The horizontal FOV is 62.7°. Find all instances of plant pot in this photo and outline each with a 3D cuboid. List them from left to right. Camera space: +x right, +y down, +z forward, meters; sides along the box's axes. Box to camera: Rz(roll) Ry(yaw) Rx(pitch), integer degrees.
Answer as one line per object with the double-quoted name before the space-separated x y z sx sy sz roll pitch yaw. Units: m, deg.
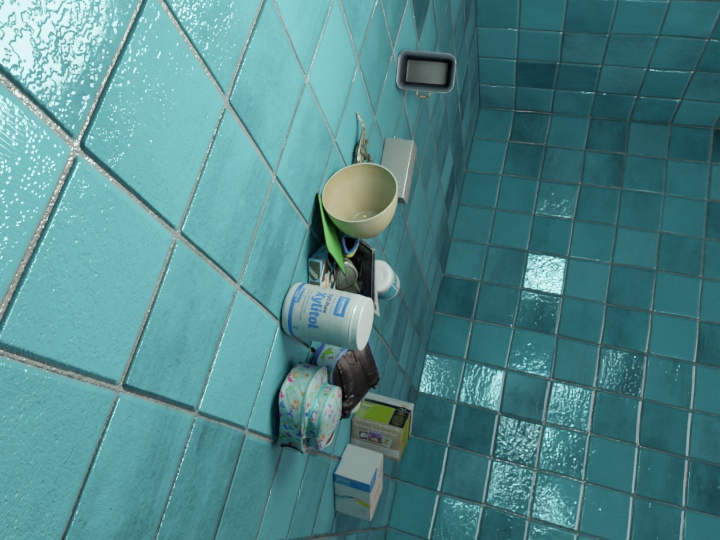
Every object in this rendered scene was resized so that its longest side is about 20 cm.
"plant pot" 0.008 -0.162 1.555 0.135 0.197 0.203 74 30 -52

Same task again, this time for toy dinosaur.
"toy dinosaur" 0.006 -0.352 1.725 0.088 0.047 0.204 -8 104 -66

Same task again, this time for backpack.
"backpack" -0.131 0.340 1.491 0.178 0.148 0.204 -52 143 -56
"backpack" -0.054 0.271 1.650 0.183 0.145 0.203 -40 135 -33

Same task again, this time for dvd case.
"dvd case" 0.000 0.000 1.761 0.016 0.148 0.203 -15 122 -28

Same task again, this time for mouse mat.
"mouse mat" -0.075 -0.092 1.545 0.200 0.007 0.164 58 19 -64

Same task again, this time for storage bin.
"storage bin" 0.230 -0.681 2.056 0.135 0.196 0.148 -60 156 -70

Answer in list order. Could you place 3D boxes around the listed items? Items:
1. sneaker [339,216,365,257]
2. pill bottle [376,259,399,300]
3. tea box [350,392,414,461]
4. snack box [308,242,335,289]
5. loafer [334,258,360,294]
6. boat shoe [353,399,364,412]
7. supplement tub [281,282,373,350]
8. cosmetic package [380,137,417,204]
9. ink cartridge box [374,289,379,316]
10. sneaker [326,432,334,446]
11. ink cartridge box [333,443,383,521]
"sneaker" -0.017 -0.133 1.660 0.105 0.074 0.204 -134 -129 -79
"pill bottle" 0.076 0.040 2.062 0.200 0.109 0.113 46 55 -70
"tea box" 0.084 0.590 2.244 0.197 0.196 0.136 -44 141 -61
"snack box" -0.102 0.041 1.589 0.116 0.036 0.204 -53 148 -60
"loafer" -0.049 0.017 1.715 0.201 0.074 0.070 82 -18 -62
"boat shoe" -0.005 0.391 2.062 0.060 0.071 0.206 -7 112 -74
"supplement tub" -0.079 0.110 1.424 0.132 0.196 0.135 10 90 -73
"cosmetic package" 0.123 -0.342 2.018 0.090 0.105 0.204 29 73 -72
"ink cartridge box" 0.019 0.038 1.881 0.163 0.056 0.204 44 44 -73
"sneaker" -0.102 0.425 1.749 0.115 0.074 0.204 35 66 -69
"ink cartridge box" -0.006 0.767 2.137 0.148 0.142 0.203 -55 150 -54
